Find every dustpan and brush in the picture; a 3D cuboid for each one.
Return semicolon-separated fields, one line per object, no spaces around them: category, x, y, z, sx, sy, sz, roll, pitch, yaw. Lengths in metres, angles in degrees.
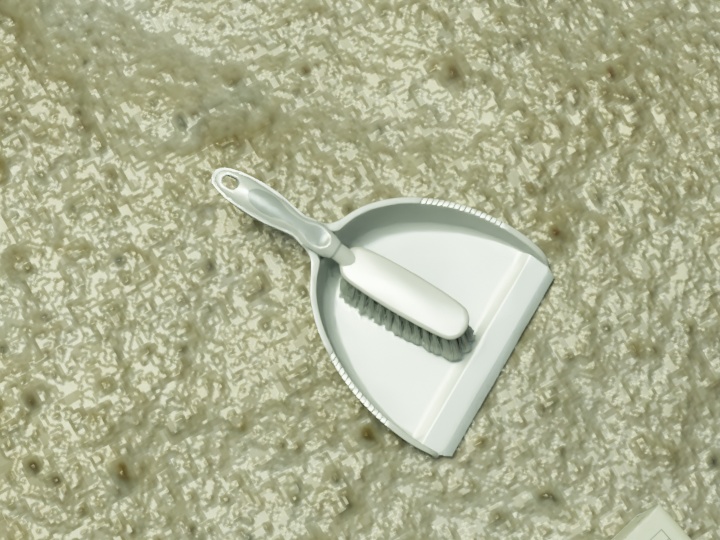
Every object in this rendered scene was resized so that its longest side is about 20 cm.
dustpan and brush;0.000;0.000;1.308;0.199;0.057;0.140;30;79;3

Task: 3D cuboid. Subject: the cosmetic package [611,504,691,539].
cosmetic package;0.192;0.241;1.265;0.103;0.073;0.200;-40;83;-9
